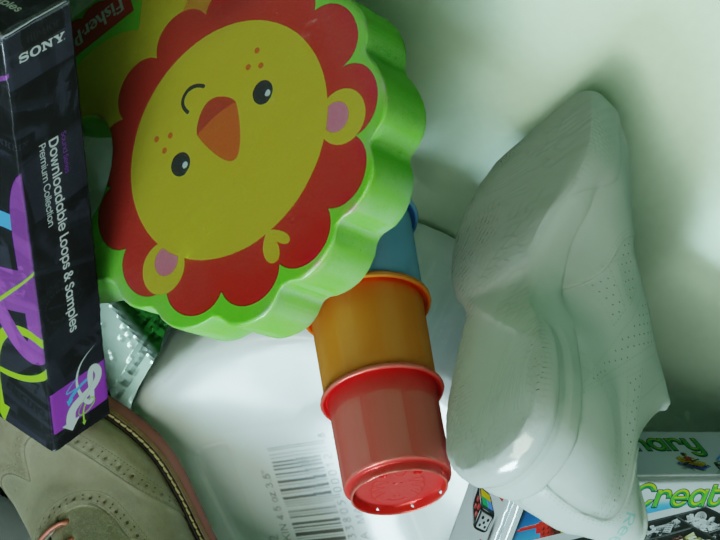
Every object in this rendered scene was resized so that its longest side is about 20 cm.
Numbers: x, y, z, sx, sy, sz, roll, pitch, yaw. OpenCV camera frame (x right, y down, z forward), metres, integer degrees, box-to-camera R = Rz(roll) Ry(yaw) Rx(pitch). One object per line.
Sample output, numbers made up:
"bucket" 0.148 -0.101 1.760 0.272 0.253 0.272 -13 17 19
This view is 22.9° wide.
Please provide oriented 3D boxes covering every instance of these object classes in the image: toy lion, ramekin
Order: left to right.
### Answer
"toy lion" -0.071 -0.052 0.703 0.200 0.069 0.192 -32 61 25
"ramekin" -0.009 0.083 0.785 0.200 0.098 0.201 5 114 12

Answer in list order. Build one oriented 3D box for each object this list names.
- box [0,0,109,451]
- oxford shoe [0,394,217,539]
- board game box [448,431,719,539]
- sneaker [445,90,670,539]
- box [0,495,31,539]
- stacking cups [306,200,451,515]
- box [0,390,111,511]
"box" -0.163 -0.039 0.682 0.143 0.036 0.200 29 136 28
"oxford shoe" -0.103 0.115 0.722 0.200 0.075 0.071 43 129 16
"board game box" 0.125 0.127 0.742 0.200 0.035 0.126 3 119 -27
"sneaker" 0.086 0.019 0.692 0.088 0.200 0.075 35 135 -23
"box" -0.144 0.185 0.839 0.200 0.048 0.122 25 116 4
"stacking cups" 0.000 0.000 0.698 0.060 0.200 0.061 -7 150 -4
"box" -0.199 0.124 0.881 0.200 0.049 0.160 -18 109 21
